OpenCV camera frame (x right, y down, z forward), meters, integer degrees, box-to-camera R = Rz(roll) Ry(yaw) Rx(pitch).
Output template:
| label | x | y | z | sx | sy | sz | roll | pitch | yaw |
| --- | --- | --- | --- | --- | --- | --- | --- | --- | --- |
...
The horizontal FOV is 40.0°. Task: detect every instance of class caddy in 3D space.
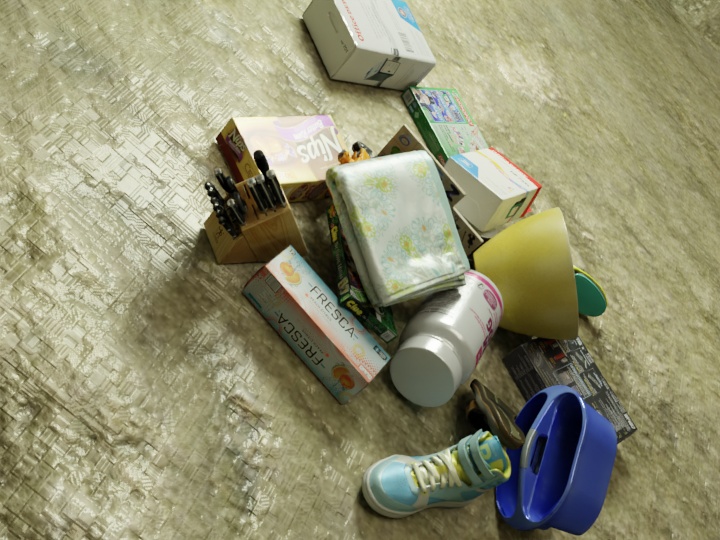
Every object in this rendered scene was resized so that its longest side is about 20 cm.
| label | x | y | z | sx | sy | sz | roll | pitch | yaw |
| --- | --- | --- | --- | --- | --- | --- | --- | --- | --- |
| caddy | 0.255 | 0.256 | 1.327 | 0.104 | 0.141 | 0.203 | 30 | 68 | -26 |

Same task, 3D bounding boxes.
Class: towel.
| label | x | y | z | sx | sy | sz | roll | pitch | yaw |
| --- | --- | --- | --- | --- | --- | --- | --- | --- | --- |
| towel | 0.055 | -0.059 | 1.339 | 0.169 | 0.048 | 0.203 | -14 | 80 | -39 |

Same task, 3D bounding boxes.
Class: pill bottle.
| label | x | y | z | sx | sy | sz | roll | pitch | yaw |
| --- | --- | --- | --- | --- | --- | --- | --- | --- | --- |
| pill bottle | 0.120 | 0.093 | 1.380 | 0.113 | 0.113 | 0.200 | 44 | 39 | -4 |

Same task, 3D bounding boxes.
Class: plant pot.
| label | x | y | z | sx | sy | sz | roll | pitch | yaw |
| --- | --- | --- | --- | --- | --- | --- | --- | --- | --- |
| plant pot | 0.248 | 0.013 | 1.520 | 0.139 | 0.201 | 0.202 | -7 | 51 | 6 |

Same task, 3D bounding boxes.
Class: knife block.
| label | x | y | z | sx | sy | sz | roll | pitch | yaw |
| --- | --- | --- | --- | --- | --- | --- | --- | --- | --- |
| knife block | -0.113 | -0.082 | 1.258 | 0.198 | 0.175 | 0.065 | -3 | 60 | -44 |

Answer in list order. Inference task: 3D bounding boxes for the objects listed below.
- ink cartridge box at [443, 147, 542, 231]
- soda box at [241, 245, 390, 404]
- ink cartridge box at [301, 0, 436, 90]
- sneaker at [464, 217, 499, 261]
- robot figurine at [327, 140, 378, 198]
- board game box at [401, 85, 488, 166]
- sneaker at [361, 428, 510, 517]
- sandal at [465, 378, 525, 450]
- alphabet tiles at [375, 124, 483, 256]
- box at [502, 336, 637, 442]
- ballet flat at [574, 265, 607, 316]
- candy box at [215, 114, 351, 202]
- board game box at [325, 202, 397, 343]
| label | x | y | z | sx | sy | sz | roll | pitch | yaw |
| --- | --- | --- | --- | --- | --- | --- | --- | --- | --- |
| ink cartridge box | 0.216 | -0.138 | 1.620 | 0.116 | 0.068 | 0.199 | 41 | 30 | 18 |
| soda box | -0.057 | 0.069 | 1.274 | 0.200 | 0.063 | 0.068 | 49 | 38 | 0 |
| ink cartridge box | 0.016 | -0.402 | 1.716 | 0.198 | 0.086 | 0.148 | -2 | 59 | -42 |
| sneaker | 0.143 | -0.063 | 1.581 | 0.198 | 0.073 | 0.085 | 18 | 24 | -30 |
| robot figurine | 0.024 | -0.086 | 1.419 | 0.201 | 0.058 | 0.146 | 51 | 33 | -18 |
| board game box | 0.166 | -0.238 | 1.765 | 0.133 | 0.029 | 0.202 | -5 | 62 | -46 |
| sneaker | 0.104 | 0.244 | 1.225 | 0.198 | 0.130 | 0.081 | 2 | 58 | -41 |
| sandal | 0.177 | 0.204 | 1.348 | 0.082 | 0.055 | 0.200 | 42 | 8 | -10 |
| alphabet tiles | 0.090 | -0.095 | 1.466 | 0.200 | 0.167 | 0.008 | 49 | 50 | 2 |
| box | 0.327 | 0.194 | 1.539 | 0.157 | 0.050 | 0.202 | -15 | 69 | -48 |
| ballet flat | 0.345 | 0.007 | 1.705 | 0.198 | 0.067 | 0.067 | 30 | 28 | -20 |
| candy box | -0.100 | -0.161 | 1.432 | 0.198 | 0.056 | 0.118 | -10 | 67 | -45 |
| board game box | 0.000 | 0.000 | 1.367 | 0.105 | 0.023 | 0.202 | 44 | 22 | -36 |
